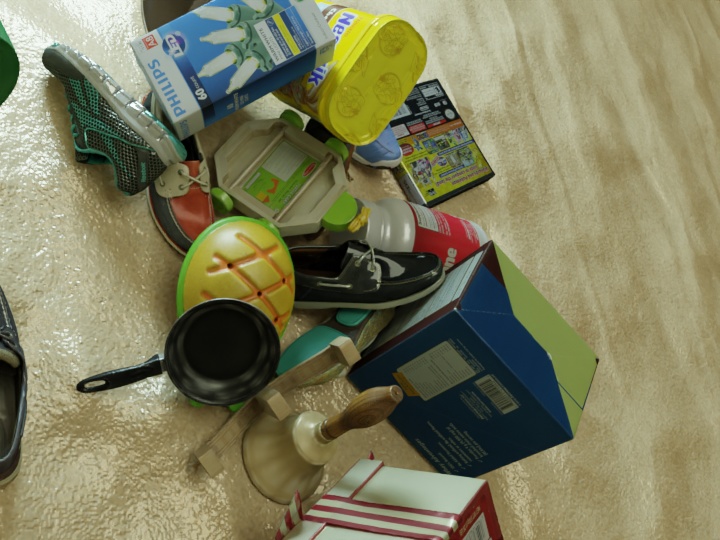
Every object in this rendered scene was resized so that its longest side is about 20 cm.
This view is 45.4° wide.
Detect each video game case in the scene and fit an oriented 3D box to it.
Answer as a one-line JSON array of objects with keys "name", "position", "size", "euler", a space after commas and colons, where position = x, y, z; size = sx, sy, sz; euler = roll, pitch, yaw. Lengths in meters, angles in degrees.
[{"name": "video game case", "position": [0.102, -0.193, 1.297], "size": [0.199, 0.025, 0.183], "euler": [-26, 84, -47]}]

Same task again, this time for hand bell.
[{"name": "hand bell", "position": [-0.025, 0.157, 0.855], "size": [0.103, 0.199, 0.106], "euler": [20, 54, -30]}]

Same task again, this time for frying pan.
[{"name": "frying pan", "position": [-0.166, 0.098, 0.843], "size": [0.116, 0.188, 0.031], "euler": [57, 2, -25]}]

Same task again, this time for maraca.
[{"name": "maraca", "position": [-0.133, 0.045, 0.903], "size": [0.135, 0.106, 0.204], "euler": [14, 83, -31]}]

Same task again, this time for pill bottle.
[{"name": "pill bottle", "position": [0.063, -0.028, 1.103], "size": [0.197, 0.112, 0.114], "euler": [13, 57, -34]}]

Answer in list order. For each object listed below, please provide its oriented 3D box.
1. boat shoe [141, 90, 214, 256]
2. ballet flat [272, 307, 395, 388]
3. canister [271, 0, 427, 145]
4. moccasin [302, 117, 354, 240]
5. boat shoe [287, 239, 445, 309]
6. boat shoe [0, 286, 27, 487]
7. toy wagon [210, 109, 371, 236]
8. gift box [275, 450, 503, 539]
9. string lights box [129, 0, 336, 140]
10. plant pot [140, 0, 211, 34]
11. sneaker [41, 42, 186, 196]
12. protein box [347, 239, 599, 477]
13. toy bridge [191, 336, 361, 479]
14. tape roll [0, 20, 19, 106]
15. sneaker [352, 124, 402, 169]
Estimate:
[{"name": "boat shoe", "position": [-0.201, -0.113, 0.962], "size": [0.070, 0.062, 0.203], "euler": [-5, 70, -44]}, {"name": "ballet flat", "position": [-0.023, 0.084, 0.997], "size": [0.071, 0.071, 0.200], "euler": [49, 55, -6]}, {"name": "canister", "position": [-0.028, -0.248, 1.048], "size": [0.086, 0.150, 0.200], "euler": [35, 1, -38]}, {"name": "moccasin", "position": [-0.043, -0.132, 1.104], "size": [0.072, 0.078, 0.205], "euler": [7, 61, -1]}, {"name": "boat shoe", "position": [0.000, 0.000, 0.988], "size": [0.196, 0.068, 0.072], "euler": [-3, 40, 1]}, {"name": "boat shoe", "position": [-0.320, 0.082, 0.741], "size": [0.071, 0.065, 0.203], "euler": [4, 63, -37]}, {"name": "toy wagon", "position": [-0.077, -0.099, 1.015], "size": [0.198, 0.040, 0.156], "euler": [33, 64, 11]}, {"name": "gift box", "position": [0.028, 0.284, 0.824], "size": [0.184, 0.184, 0.204], "euler": [-29, 109, -49]}, {"name": "string lights box", "position": [-0.136, -0.238, 0.936], "size": [0.198, 0.059, 0.104], "euler": [-30, 84, -11]}, {"name": "plant pot", "position": [-0.163, -0.301, 1.035], "size": [0.196, 0.134, 0.205], "euler": [-1, 94, -15]}, {"name": "sneaker", "position": [-0.281, -0.159, 0.913], "size": [0.200, 0.091, 0.078], "euler": [42, -2, 14]}, {"name": "protein box", "position": [0.131, 0.115, 1.014], "size": [0.199, 0.199, 0.135], "euler": [46, 44, -9]}, {"name": "toy bridge", "position": [-0.091, 0.136, 0.880], "size": [0.199, 0.067, 0.027], "euler": [-38, 103, -17]}, {"name": "tape roll", "position": [-0.393, -0.163, 0.726], "size": [0.199, 0.200, 0.049], "euler": [-22, 79, -45]}, {"name": "sneaker", "position": [-0.007, -0.227, 1.178], "size": [0.075, 0.077, 0.201], "euler": [-36, 89, -35]}]
